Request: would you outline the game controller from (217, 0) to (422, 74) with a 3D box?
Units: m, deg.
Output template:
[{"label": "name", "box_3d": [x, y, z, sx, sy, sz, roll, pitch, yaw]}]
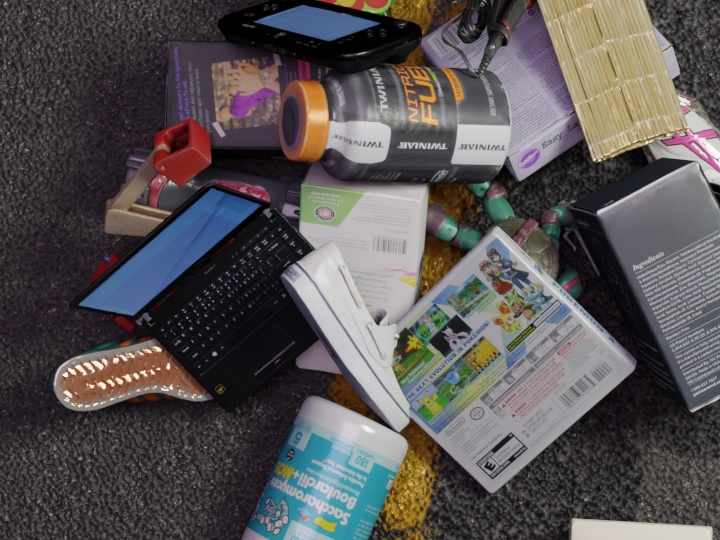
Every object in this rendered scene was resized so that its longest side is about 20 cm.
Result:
[{"label": "game controller", "box_3d": [-0.039, -0.215, 1.607, 0.199, 0.104, 0.043, 20, 116, 45]}]

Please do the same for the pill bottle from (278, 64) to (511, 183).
[{"label": "pill bottle", "box_3d": [0.028, -0.132, 1.613, 0.198, 0.106, 0.107, -1, 80, -24]}]

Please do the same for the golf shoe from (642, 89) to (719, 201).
[{"label": "golf shoe", "box_3d": [0.305, -0.120, 1.716, 0.199, 0.073, 0.093, 30, 84, 9]}]

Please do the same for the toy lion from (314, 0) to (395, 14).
[{"label": "toy lion", "box_3d": [-0.008, -0.339, 1.743, 0.190, 0.069, 0.202, -15, 78, -26]}]

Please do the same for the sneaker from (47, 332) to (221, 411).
[{"label": "sneaker", "box_3d": [-0.205, 0.093, 1.735, 0.198, 0.080, 0.072, -5, 95, -17]}]

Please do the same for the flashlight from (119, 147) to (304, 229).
[{"label": "flashlight", "box_3d": [-0.134, -0.069, 1.754, 0.198, 0.068, 0.068, 14, 111, 6]}]

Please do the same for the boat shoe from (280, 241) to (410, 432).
[{"label": "boat shoe", "box_3d": [0.004, 0.062, 1.634, 0.065, 0.074, 0.201, -38, 121, -9]}]

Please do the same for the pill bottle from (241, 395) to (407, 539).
[{"label": "pill bottle", "box_3d": [-0.041, 0.228, 1.675, 0.110, 0.111, 0.202, 23, 84, 8]}]

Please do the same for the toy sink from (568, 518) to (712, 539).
[{"label": "toy sink", "box_3d": [0.250, 0.335, 1.633, 0.129, 0.112, 0.202, 2, 77, 5]}]

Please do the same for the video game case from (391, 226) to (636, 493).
[{"label": "video game case", "box_3d": [0.125, 0.086, 1.661, 0.182, 0.022, 0.200, 43, 117, -4]}]

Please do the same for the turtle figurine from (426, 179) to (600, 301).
[{"label": "turtle figurine", "box_3d": [0.154, -0.018, 1.706, 0.200, 0.101, 0.150, 41, 87, 15]}]

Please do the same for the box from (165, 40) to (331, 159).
[{"label": "box", "box_3d": [-0.081, -0.163, 1.729, 0.198, 0.122, 0.107, 2, 89, 6]}]

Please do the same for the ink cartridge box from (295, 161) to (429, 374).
[{"label": "ink cartridge box", "box_3d": [0.000, 0.000, 1.701, 0.116, 0.067, 0.202, 8, 120, 6]}]

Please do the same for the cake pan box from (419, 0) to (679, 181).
[{"label": "cake pan box", "box_3d": [0.176, -0.203, 1.716, 0.199, 0.052, 0.185, -35, 52, -1]}]

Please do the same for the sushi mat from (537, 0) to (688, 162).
[{"label": "sushi mat", "box_3d": [0.227, -0.206, 1.646, 0.095, 0.012, 0.202, -17, 77, 2]}]

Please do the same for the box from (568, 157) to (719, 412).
[{"label": "box", "box_3d": [0.290, 0.009, 1.637, 0.106, 0.148, 0.201, -27, 96, 0]}]

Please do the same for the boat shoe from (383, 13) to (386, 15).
[{"label": "boat shoe", "box_3d": [-0.043, -0.298, 1.781, 0.074, 0.062, 0.201, -35, 81, -3]}]

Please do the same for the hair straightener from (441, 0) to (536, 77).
[{"label": "hair straightener", "box_3d": [0.122, -0.244, 1.676, 0.076, 0.041, 0.201, 0, 42, 24]}]

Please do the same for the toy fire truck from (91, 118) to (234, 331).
[{"label": "toy fire truck", "box_3d": [-0.195, -0.039, 1.698, 0.199, 0.141, 0.049, -33, 36, 18]}]

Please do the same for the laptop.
[{"label": "laptop", "box_3d": [-0.128, 0.030, 1.627, 0.177, 0.103, 0.200, -39, 105, 16]}]
